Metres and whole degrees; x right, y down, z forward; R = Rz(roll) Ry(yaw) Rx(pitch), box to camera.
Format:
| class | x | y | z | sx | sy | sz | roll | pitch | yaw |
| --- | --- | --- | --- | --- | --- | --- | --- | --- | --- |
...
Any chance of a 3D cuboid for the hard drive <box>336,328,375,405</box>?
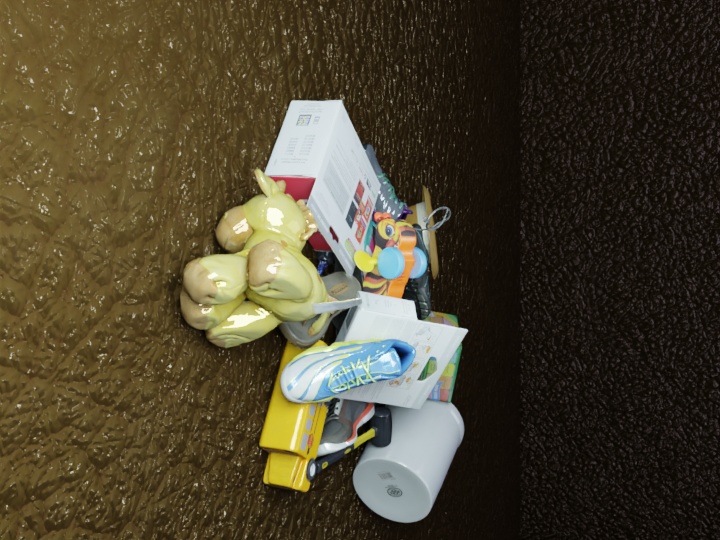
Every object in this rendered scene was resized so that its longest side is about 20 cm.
| class | x | y | z | sx | sy | sz | roll | pitch | yaw |
| --- | --- | --- | --- | --- | --- | --- | --- | --- | --- |
| hard drive | 0.007 | 0.148 | 1.269 | 0.140 | 0.038 | 0.201 | -56 | 142 | -53 |

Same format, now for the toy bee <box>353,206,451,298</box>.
| class | x | y | z | sx | sy | sz | roll | pitch | yaw |
| --- | --- | --- | --- | --- | --- | --- | --- | --- | --- |
| toy bee | 0.055 | -0.033 | 1.065 | 0.200 | 0.109 | 0.131 | -49 | 144 | 10 |

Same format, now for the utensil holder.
| class | x | y | z | sx | sy | sz | roll | pitch | yaw |
| --- | --- | --- | --- | --- | --- | --- | --- | --- | --- |
| utensil holder | 0.094 | 0.354 | 1.346 | 0.200 | 0.169 | 0.171 | -53 | 141 | -52 |

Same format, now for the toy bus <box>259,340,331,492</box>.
| class | x | y | z | sx | sy | sz | roll | pitch | yaw |
| --- | --- | --- | --- | --- | --- | --- | --- | --- | --- |
| toy bus | -0.089 | 0.203 | 0.987 | 0.078 | 0.065 | 0.201 | 57 | 41 | -56 |

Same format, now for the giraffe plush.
| class | x | y | z | sx | sy | sz | roll | pitch | yaw |
| --- | --- | --- | --- | --- | --- | --- | --- | --- | --- |
| giraffe plush | -0.109 | -0.023 | 0.804 | 0.173 | 0.199 | 0.163 | 115 | -33 | -55 |

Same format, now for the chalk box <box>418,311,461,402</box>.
| class | x | y | z | sx | sy | sz | roll | pitch | yaw |
| --- | --- | --- | --- | --- | --- | --- | --- | --- | --- |
| chalk box | 0.127 | 0.171 | 1.368 | 0.200 | 0.123 | 0.125 | -80 | 180 | -69 |

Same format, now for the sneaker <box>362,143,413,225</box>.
| class | x | y | z | sx | sy | sz | roll | pitch | yaw |
| --- | --- | --- | --- | --- | --- | --- | --- | --- | --- |
| sneaker | 0.048 | -0.129 | 1.241 | 0.074 | 0.087 | 0.202 | -25 | 106 | -72 |

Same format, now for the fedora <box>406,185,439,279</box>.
| class | x | y | z | sx | sy | sz | roll | pitch | yaw |
| --- | --- | --- | --- | --- | --- | --- | --- | --- | --- |
| fedora | 0.111 | -0.074 | 1.416 | 0.201 | 0.081 | 0.202 | -7 | 90 | -85 |

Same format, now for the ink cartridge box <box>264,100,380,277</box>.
| class | x | y | z | sx | sy | sz | roll | pitch | yaw |
| --- | --- | --- | --- | --- | --- | --- | --- | --- | --- |
| ink cartridge box | -0.054 | -0.112 | 1.010 | 0.200 | 0.083 | 0.177 | 59 | 41 | -55 |

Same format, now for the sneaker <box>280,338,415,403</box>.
| class | x | y | z | sx | sy | sz | roll | pitch | yaw |
| --- | --- | --- | --- | --- | --- | --- | --- | --- | --- |
| sneaker | -0.008 | 0.126 | 0.947 | 0.199 | 0.105 | 0.076 | -14 | 84 | -38 |

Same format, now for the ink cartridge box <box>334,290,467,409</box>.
| class | x | y | z | sx | sy | sz | roll | pitch | yaw |
| --- | --- | --- | --- | --- | --- | --- | --- | --- | --- |
| ink cartridge box | 0.047 | 0.129 | 1.083 | 0.044 | 0.172 | 0.201 | -99 | -154 | -48 |

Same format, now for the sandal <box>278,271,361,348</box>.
| class | x | y | z | sx | sy | sz | roll | pitch | yaw |
| --- | --- | --- | --- | --- | --- | --- | --- | --- | --- |
| sandal | -0.052 | 0.043 | 1.009 | 0.200 | 0.082 | 0.055 | -30 | 164 | -52 |

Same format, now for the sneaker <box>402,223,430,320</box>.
| class | x | y | z | sx | sy | sz | roll | pitch | yaw |
| --- | --- | --- | --- | --- | --- | --- | --- | --- | --- |
| sneaker | 0.095 | 0.007 | 1.202 | 0.079 | 0.075 | 0.201 | -57 | 150 | -33 |

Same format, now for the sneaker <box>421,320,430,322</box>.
| class | x | y | z | sx | sy | sz | roll | pitch | yaw |
| --- | --- | --- | --- | --- | --- | --- | --- | --- | --- |
| sneaker | 0.074 | 0.106 | 1.190 | 0.200 | 0.088 | 0.076 | 117 | -2 | -86 |

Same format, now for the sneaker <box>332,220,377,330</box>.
| class | x | y | z | sx | sy | sz | roll | pitch | yaw |
| --- | --- | --- | --- | --- | --- | --- | --- | --- | --- |
| sneaker | 0.000 | 0.000 | 1.178 | 0.120 | 0.083 | 0.202 | 0 | 91 | -59 |

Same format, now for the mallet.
| class | x | y | z | sx | sy | sz | roll | pitch | yaw |
| --- | --- | --- | --- | --- | --- | --- | --- | --- | --- |
| mallet | -0.010 | 0.286 | 1.193 | 0.199 | 0.041 | 0.066 | -7 | 104 | -52 |

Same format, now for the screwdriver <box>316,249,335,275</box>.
| class | x | y | z | sx | sy | sz | roll | pitch | yaw |
| --- | --- | --- | --- | --- | --- | --- | --- | --- | --- |
| screwdriver | -0.072 | 0.020 | 1.077 | 0.029 | 0.028 | 0.201 | 39 | 58 | -28 |

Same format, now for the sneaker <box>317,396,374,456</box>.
| class | x | y | z | sx | sy | sz | roll | pitch | yaw |
| --- | --- | --- | --- | --- | --- | --- | --- | --- | --- |
| sneaker | -0.042 | 0.234 | 1.136 | 0.082 | 0.077 | 0.200 | 69 | 20 | -5 |
